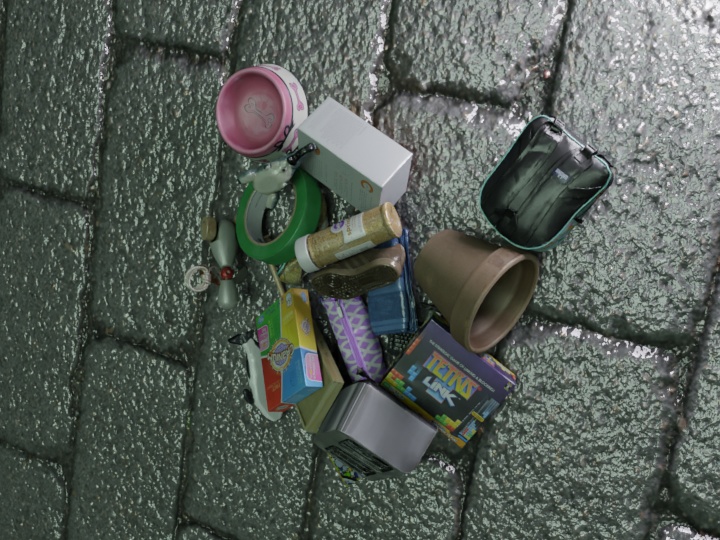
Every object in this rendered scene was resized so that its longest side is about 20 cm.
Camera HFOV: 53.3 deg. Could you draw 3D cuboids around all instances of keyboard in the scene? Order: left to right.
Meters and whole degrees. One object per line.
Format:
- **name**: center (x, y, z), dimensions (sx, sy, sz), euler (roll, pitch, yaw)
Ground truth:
- **keyboard**: center (0.148, 0.122, 1.383), dimensions (0.197, 0.021, 0.130), euler (10, 100, 21)

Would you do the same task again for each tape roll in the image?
- **tape roll**: center (-0.165, -0.114, 1.425), dimensions (0.198, 0.048, 0.204), euler (-14, 67, 36)

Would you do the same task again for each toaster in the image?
- **toaster**: center (0.019, 0.298, 1.338), dimensions (0.199, 0.120, 0.181), euler (35, 151, -7)

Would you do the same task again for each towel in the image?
- **towel**: center (0.055, 0.021, 1.379), dimensions (0.111, 0.048, 0.204), euler (-10, 87, 47)

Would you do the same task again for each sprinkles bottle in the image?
- **sprinkles bottle**: center (-0.023, -0.059, 1.312), dimensions (0.197, 0.068, 0.069), euler (-21, 88, 22)

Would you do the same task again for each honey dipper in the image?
- **honey dipper**: center (-0.172, 0.026, 1.497), dimensions (0.037, 0.038, 0.203), euler (-20, 90, 23)

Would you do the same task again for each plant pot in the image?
- **plant pot**: center (0.191, 0.016, 1.276), dimensions (0.174, 0.199, 0.202), euler (38, 109, 31)

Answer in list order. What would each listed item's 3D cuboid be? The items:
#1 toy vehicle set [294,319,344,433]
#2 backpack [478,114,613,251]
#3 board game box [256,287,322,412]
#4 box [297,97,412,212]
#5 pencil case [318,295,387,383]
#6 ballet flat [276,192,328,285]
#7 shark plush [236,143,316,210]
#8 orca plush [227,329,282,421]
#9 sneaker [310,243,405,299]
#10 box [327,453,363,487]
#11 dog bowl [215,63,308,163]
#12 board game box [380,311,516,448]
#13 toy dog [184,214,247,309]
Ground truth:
- **toy vehicle set**: center (-0.100, 0.204, 1.424), dimensions (0.125, 0.026, 0.201), euler (-60, 33, 21)
- **backpack**: center (0.306, -0.134, 1.214), dimensions (0.176, 0.153, 0.201), euler (43, 100, 15)
- **board game box**: center (-0.144, 0.159, 1.421), dimensions (0.153, 0.040, 0.203), euler (-38, 54, 44)
- **box**: center (-0.013, -0.206, 1.340), dimensions (0.199, 0.125, 0.098), euler (37, 68, 14)
- **pencil case**: center (-0.009, 0.132, 1.414), dimensions (0.083, 0.085, 0.203), euler (-23, 89, 3)
- **ballet flat**: center (-0.101, -0.058, 1.448), dimensions (0.070, 0.071, 0.202), euler (33, 105, 16)
- **shark plush**: center (-0.158, -0.201, 1.349), dimensions (0.090, 0.084, 0.200), euler (35, 143, -11)
- **orca plush**: center (-0.224, 0.224, 1.522), dimensions (0.202, 0.105, 0.071), euler (57, 154, -17)
- **sneaker**: center (0.000, 0.000, 1.341), dimensions (0.197, 0.076, 0.071), euler (-10, 125, 33)
- **box**: center (-0.043, 0.329, 1.463), dimensions (0.070, 0.064, 0.202), euler (-34, 83, 23)
- **dog bowl**: center (-0.207, -0.319, 1.452), dimensions (0.197, 0.074, 0.204), euler (3, 98, 23)
- **board game box**: center (0.163, 0.205, 1.340), dimensions (0.199, 0.057, 0.166), euler (37, 108, 0)
- **toy dog**: center (-0.293, -0.023, 1.507), dimensions (0.130, 0.096, 0.203), euler (21, 72, -19)
